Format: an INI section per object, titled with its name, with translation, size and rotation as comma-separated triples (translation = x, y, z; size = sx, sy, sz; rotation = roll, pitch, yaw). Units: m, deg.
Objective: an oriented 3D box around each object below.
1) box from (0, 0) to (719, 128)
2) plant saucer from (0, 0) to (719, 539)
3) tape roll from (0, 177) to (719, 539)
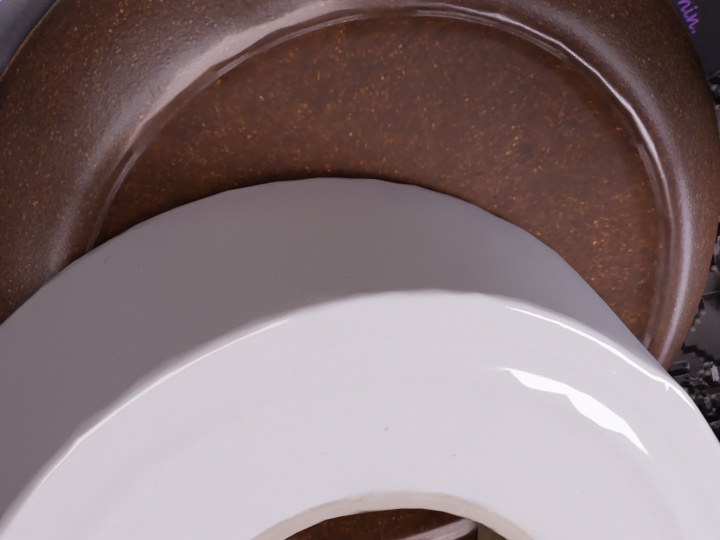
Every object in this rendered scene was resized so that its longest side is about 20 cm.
[box]
translation = -0.001, -0.083, 0.736
size = 0.199, 0.106, 0.123
rotation = -30, 119, 1
[plant saucer]
translation = 0.000, 0.000, 0.698
size = 0.199, 0.035, 0.202
rotation = -7, 118, -12
[tape roll]
translation = -0.009, 0.083, 0.672
size = 0.201, 0.071, 0.204
rotation = -7, 116, -15
